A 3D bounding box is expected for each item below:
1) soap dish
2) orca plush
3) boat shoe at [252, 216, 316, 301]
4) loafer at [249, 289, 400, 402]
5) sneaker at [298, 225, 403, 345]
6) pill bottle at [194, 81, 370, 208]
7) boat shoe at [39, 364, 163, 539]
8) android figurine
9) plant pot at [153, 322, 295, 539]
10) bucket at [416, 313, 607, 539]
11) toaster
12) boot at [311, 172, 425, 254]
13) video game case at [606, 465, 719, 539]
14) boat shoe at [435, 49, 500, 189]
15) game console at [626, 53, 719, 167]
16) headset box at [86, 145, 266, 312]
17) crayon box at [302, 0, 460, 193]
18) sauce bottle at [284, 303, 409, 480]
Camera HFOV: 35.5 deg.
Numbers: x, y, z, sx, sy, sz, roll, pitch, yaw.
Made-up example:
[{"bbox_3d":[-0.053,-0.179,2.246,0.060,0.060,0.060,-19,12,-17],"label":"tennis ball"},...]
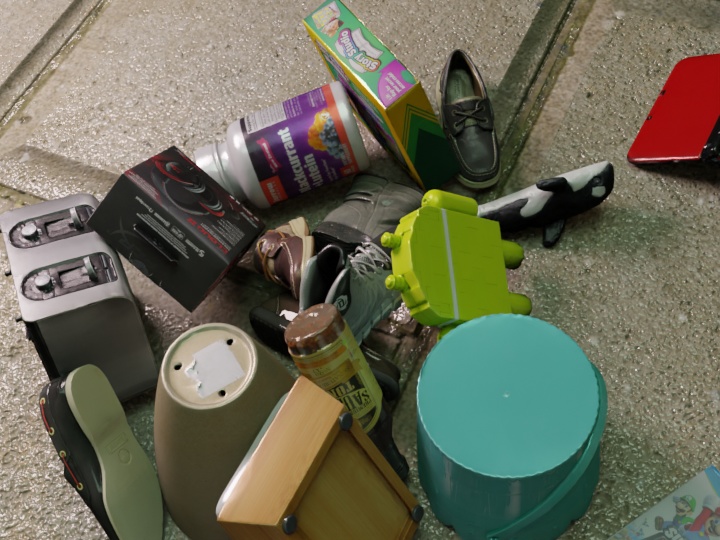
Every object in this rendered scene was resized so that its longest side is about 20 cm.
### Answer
[{"bbox_3d":[-0.030,0.223,1.039,0.080,0.201,0.158,0,47,41],"label":"soap dish"},{"bbox_3d":[0.205,-0.061,1.303,0.197,0.105,0.072,-17,84,-10],"label":"orca plush"},{"bbox_3d":[-0.085,-0.009,1.253,0.071,0.073,0.200,-8,21,-5],"label":"boat shoe"},{"bbox_3d":[-0.031,0.072,1.228,0.198,0.074,0.071,29,62,25],"label":"loafer"},{"bbox_3d":[0.000,0.000,1.163,0.074,0.117,0.201,19,55,27],"label":"sneaker"},{"bbox_3d":[-0.096,-0.142,1.364,0.197,0.112,0.113,-21,53,3],"label":"pill bottle"},{"bbox_3d":[-0.259,0.197,1.132,0.062,0.204,0.073,-22,3,32],"label":"boat shoe"},{"bbox_3d":[0.102,0.001,1.207,0.197,0.041,0.186,7,69,-39],"label":"android figurine"},{"bbox_3d":[-0.128,0.146,1.107,0.183,0.202,0.190,-3,53,4],"label":"plant pot"},{"bbox_3d":[0.145,0.153,1.109,0.203,0.136,0.210,-3,55,5],"label":"bucket"},{"bbox_3d":[-0.302,0.045,1.220,0.117,0.202,0.182,-19,45,-11],"label":"toaster"},{"bbox_3d":[0.050,-0.047,1.315,0.198,0.068,0.131,25,55,21],"label":"boot"},{"bbox_3d":[0.306,0.292,1.061,0.198,0.018,0.144,-30,55,-15],"label":"video game case"},{"bbox_3d":[0.130,-0.192,1.409,0.072,0.065,0.203,-11,54,-4],"label":"boat shoe"},{"bbox_3d":[0.455,-0.171,1.386,0.171,0.119,0.201,37,61,-6],"label":"game console"},{"bbox_3d":[-0.199,-0.048,1.235,0.148,0.200,0.075,41,107,-3],"label":"headset box"},{"bbox_3d":[0.026,-0.212,1.359,0.058,0.173,0.201,-36,53,-3],"label":"crayon box"},{"bbox_3d":[-0.007,0.129,1.110,0.065,0.202,0.066,-23,25,12],"label":"sauce bottle"}]
